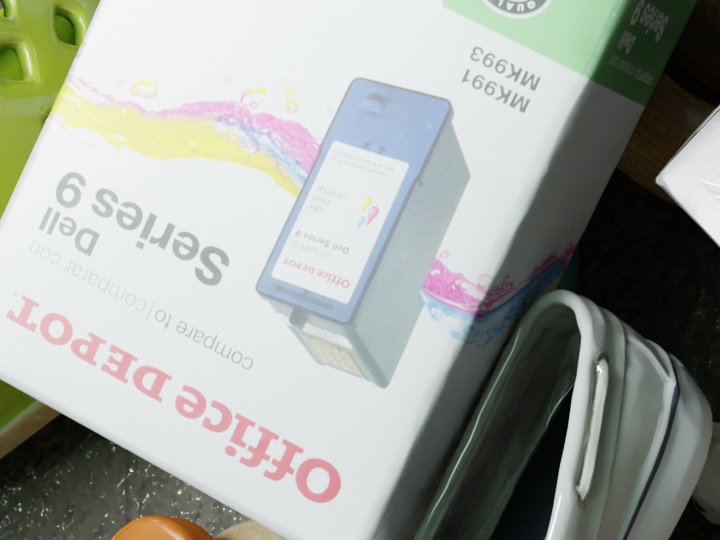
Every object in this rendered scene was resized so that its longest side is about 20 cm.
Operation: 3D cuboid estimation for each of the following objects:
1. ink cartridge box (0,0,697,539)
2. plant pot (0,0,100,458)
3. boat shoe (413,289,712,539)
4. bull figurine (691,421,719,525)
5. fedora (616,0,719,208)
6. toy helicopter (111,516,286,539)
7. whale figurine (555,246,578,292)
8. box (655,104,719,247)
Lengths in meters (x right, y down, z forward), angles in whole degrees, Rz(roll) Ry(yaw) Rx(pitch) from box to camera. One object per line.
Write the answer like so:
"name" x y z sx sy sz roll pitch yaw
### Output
"ink cartridge box" -0.009 -0.033 0.762 0.145 0.087 0.201 28 98 15
"plant pot" -0.200 -0.017 0.961 0.199 0.199 0.183 -35 63 40
"boat shoe" 0.033 0.100 0.718 0.072 0.066 0.201 12 68 52
"bull figurine" 0.150 0.096 0.739 0.065 0.121 0.200 -39 61 1
"fedora" 0.135 -0.114 0.810 0.199 0.082 0.202 2 99 14
"toy helicopter" 0.012 0.128 0.847 0.199 0.079 0.133 -22 70 30
"whale figurine" 0.000 0.000 0.901 0.200 0.103 0.160 -8 67 60
"box" 0.183 0.044 0.695 0.048 0.158 0.200 -46 53 9
